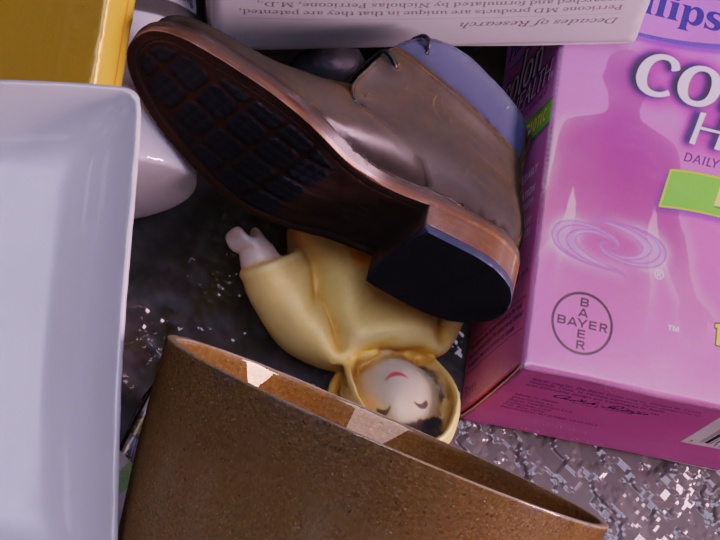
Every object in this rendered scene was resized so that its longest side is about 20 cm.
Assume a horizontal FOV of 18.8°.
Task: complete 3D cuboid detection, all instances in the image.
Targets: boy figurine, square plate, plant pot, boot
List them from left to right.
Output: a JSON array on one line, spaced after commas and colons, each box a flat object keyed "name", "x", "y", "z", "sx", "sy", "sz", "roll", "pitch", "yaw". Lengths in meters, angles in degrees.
[{"name": "square plate", "x": -0.188, "y": 0.023, "z": 0.826, "sx": 0.199, "sy": 0.028, "sz": 0.199, "roll": 3, "pitch": 80, "yaw": -7}, {"name": "plant pot", "x": -0.026, "y": 0.153, "z": 0.841, "sx": 0.185, "sy": 0.186, "sz": 0.201, "roll": 22, "pitch": 89, "yaw": -8}, {"name": "boot", "x": -0.007, "y": -0.067, "z": 0.937, "sx": 0.200, "sy": 0.075, "sz": 0.097, "roll": 36, "pitch": 50, "yaw": -22}, {"name": "boy figurine", "x": 0.000, "y": 0.000, "z": 0.988, "sx": 0.124, "sy": 0.064, "sz": 0.201, "roll": 2, "pitch": 70, "yaw": -22}]

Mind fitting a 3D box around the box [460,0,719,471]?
[{"name": "box", "x": 0.153, "y": -0.019, "z": 1.018, "sx": 0.175, "sy": 0.097, "sz": 0.201, "roll": 13, "pitch": 69, "yaw": -11}]

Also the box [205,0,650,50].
[{"name": "box", "x": 0.027, "y": -0.211, "z": 0.942, "sx": 0.199, "sy": 0.131, "sz": 0.200, "roll": -1, "pitch": 71, "yaw": -4}]

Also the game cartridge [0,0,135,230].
[{"name": "game cartridge", "x": -0.185, "y": -0.115, "z": 0.909, "sx": 0.199, "sy": 0.032, "sz": 0.177, "roll": 10, "pitch": 90, "yaw": 22}]

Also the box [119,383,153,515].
[{"name": "box", "x": -0.085, "y": 0.159, "z": 0.929, "sx": 0.110, "sy": 0.035, "sz": 0.201, "roll": 27, "pitch": 68, "yaw": -6}]

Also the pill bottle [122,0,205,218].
[{"name": "pill bottle", "x": -0.126, "y": -0.129, "z": 0.966, "sx": 0.113, "sy": 0.114, "sz": 0.201, "roll": -1, "pitch": 74, "yaw": -16}]

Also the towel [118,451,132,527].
[{"name": "towel", "x": -0.173, "y": 0.081, "z": 0.876, "sx": 0.200, "sy": 0.023, "sz": 0.152, "roll": 48, "pitch": 49, "yaw": 3}]
